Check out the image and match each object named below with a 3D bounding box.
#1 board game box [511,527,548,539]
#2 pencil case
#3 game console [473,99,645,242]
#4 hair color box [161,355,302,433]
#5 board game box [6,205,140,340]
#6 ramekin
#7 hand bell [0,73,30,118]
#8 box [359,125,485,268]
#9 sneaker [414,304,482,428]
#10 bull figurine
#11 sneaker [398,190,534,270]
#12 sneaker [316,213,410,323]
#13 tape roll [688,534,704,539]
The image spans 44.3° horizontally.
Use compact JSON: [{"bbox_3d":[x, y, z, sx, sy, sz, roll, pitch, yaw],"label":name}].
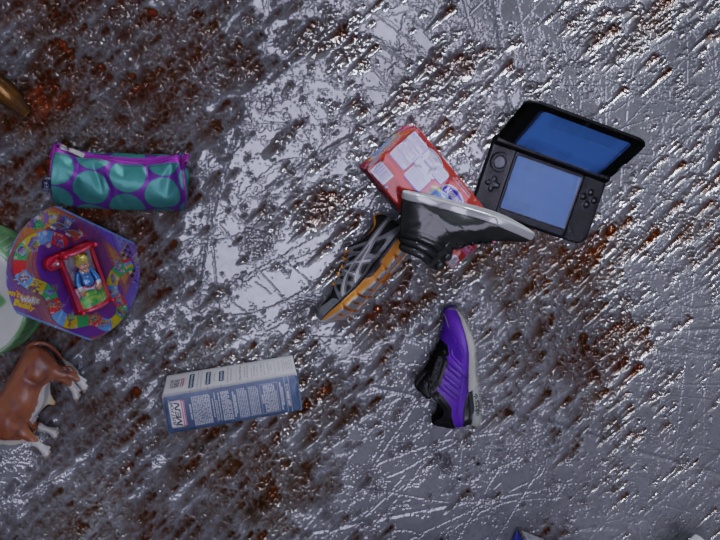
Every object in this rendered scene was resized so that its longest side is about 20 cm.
[{"bbox_3d":[0.341,0.527,1.435,0.199,0.159,0.097,24,96,-11],"label":"board game box"},{"bbox_3d":[-0.345,-0.133,1.265,0.198,0.086,0.093,3,132,-10],"label":"pencil case"},{"bbox_3d":[0.296,-0.144,1.341,0.198,0.116,0.177,18,96,-10],"label":"game console"},{"bbox_3d":[-0.192,0.184,1.332,0.198,0.100,0.061,-8,102,-6],"label":"hair color box"},{"bbox_3d":[-0.395,0.008,1.251,0.199,0.039,0.159,29,75,-39],"label":"board game box"},{"bbox_3d":[-0.552,0.035,1.255,0.198,0.098,0.202,-1,100,-8],"label":"ramekin"},{"bbox_3d":[-0.535,-0.293,1.224,0.104,0.104,0.200,-42,114,0],"label":"hand bell"},{"bbox_3d":[0.101,-0.111,1.328,0.100,0.095,0.200,-42,103,1],"label":"box"},{"bbox_3d":[0.132,0.157,1.390,0.099,0.070,0.202,-9,100,-4],"label":"sneaker"},{"bbox_3d":[-0.494,0.204,1.311,0.121,0.065,0.201,30,96,-16],"label":"bull figurine"},{"bbox_3d":[0.144,-0.044,1.265,0.198,0.071,0.100,14,100,-5],"label":"sneaker"},{"bbox_3d":[0.000,0.000,1.351,0.077,0.078,0.200,45,96,16],"label":"sneaker"},{"bbox_3d":[0.570,0.559,1.452,0.139,0.203,0.203,-38,102,-1],"label":"tape roll"}]
